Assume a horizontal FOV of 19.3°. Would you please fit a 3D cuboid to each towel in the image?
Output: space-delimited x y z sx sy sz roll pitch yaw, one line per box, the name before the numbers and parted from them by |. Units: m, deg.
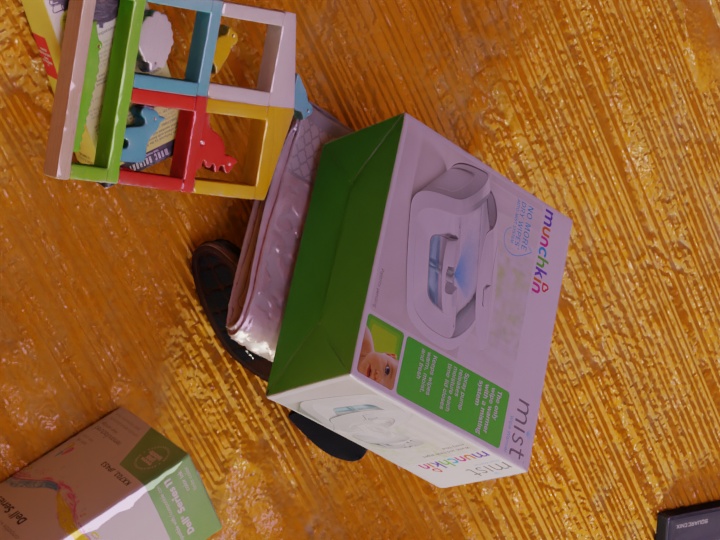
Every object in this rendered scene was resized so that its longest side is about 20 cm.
towel | 0.000 0.000 1.528 0.199 0.032 0.193 30 62 -35

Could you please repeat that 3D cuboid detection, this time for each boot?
boot | -0.042 0.036 1.553 0.201 0.074 0.097 54 48 -20

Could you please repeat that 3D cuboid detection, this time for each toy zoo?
toy zoo | -0.113 -0.118 1.417 0.199 0.020 0.132 5 98 -39

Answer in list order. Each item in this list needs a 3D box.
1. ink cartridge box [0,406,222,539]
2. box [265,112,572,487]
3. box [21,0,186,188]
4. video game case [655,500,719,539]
ink cartridge box | -0.210 0.186 1.445 0.199 0.117 0.068 -33 118 -21
box | 0.044 0.025 1.478 0.176 0.096 0.202 30 60 -32
box | -0.178 -0.162 1.403 0.075 0.050 0.201 -29 118 -22
video game case | 0.313 0.299 1.870 0.142 0.019 0.202 -6 106 -31
